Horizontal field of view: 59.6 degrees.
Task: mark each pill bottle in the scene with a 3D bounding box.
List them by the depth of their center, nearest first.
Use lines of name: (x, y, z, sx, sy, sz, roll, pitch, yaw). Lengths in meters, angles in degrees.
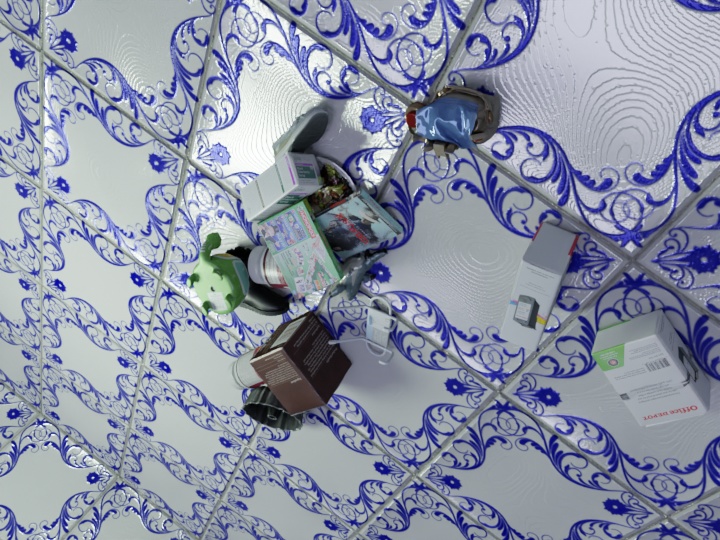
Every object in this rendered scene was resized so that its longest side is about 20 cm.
pill bottle: (-0.180, -0.011, 1.578, 0.195, 0.115, 0.117, 3, 124, 31)
pill bottle: (-0.312, 0.292, 1.889, 0.198, 0.110, 0.110, -27, 106, 42)

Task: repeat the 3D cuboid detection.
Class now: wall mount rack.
wall mount rack: (0.009, 0.152, 1.604, 0.170, 0.075, 0.204, 20, 130, 19)

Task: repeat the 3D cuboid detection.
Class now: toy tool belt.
toy tool belt: (0.154, -0.273, 1.165, 0.195, 0.123, 0.128, 8, 126, 28)

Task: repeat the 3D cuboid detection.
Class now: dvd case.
dvd case: (-0.020, -0.101, 1.440, 0.197, 0.022, 0.145, -22, 130, 39)

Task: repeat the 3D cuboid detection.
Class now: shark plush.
shark plush: (0.000, 0.000, 1.531, 0.082, 0.092, 0.201, 28, 120, -22)

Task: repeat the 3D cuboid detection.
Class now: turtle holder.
turtle holder: (-0.365, 0.013, 1.620, 0.186, 0.132, 0.140, 50, 126, -3)

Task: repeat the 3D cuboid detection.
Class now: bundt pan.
bundt pan: (-0.262, 0.421, 1.946, 0.196, 0.077, 0.204, 13, 147, 8)

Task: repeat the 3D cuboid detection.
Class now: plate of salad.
plate of salad: (-0.091, -0.165, 1.454, 0.196, 0.048, 0.204, 17, 129, 22)

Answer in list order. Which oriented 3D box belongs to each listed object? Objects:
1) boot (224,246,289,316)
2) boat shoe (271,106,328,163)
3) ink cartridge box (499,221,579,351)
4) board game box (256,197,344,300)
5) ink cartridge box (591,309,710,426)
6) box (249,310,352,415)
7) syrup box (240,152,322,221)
boot: (-0.287, 0.027, 1.710, 0.193, 0.073, 0.166, 12, 122, 23)
boat shoe: (-0.139, -0.298, 1.373, 0.201, 0.073, 0.066, -39, 71, 51)
ink cartridge box: (0.352, 0.032, 1.246, 0.084, 0.148, 0.204, 20, 132, 19)
board game box: (-0.138, -0.046, 1.452, 0.132, 0.029, 0.204, -22, 102, 20)
ink cartridge box: (0.584, 0.200, 1.263, 0.144, 0.084, 0.201, -28, 104, 43)
box: (-0.163, 0.255, 1.726, 0.162, 0.166, 0.202, -25, 107, 41)
syrup box: (-0.182, -0.187, 1.427, 0.198, 0.078, 0.084, -26, 78, 41)
